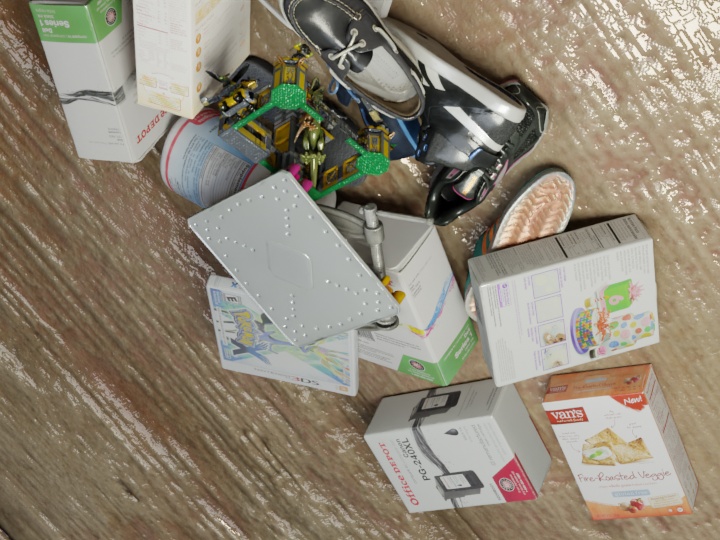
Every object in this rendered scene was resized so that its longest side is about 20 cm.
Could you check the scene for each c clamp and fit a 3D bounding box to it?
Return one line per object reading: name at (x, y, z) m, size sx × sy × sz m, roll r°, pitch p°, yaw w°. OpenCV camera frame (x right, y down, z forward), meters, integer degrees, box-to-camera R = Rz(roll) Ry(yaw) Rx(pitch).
c clamp at (0.000, 0.000, 1.538) m, size 0.170 × 0.027 × 0.201 m, roll 18°, pitch 137°, yaw 21°

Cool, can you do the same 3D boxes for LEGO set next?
LEGO set at (-0.061, -0.172, 1.493) m, size 0.199 × 0.117 × 0.153 m, roll 28°, pitch 135°, yaw -31°

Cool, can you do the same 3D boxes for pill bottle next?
pill bottle at (-0.129, -0.105, 1.626) m, size 0.199 × 0.109 × 0.109 m, roll 28°, pitch 136°, yaw 28°

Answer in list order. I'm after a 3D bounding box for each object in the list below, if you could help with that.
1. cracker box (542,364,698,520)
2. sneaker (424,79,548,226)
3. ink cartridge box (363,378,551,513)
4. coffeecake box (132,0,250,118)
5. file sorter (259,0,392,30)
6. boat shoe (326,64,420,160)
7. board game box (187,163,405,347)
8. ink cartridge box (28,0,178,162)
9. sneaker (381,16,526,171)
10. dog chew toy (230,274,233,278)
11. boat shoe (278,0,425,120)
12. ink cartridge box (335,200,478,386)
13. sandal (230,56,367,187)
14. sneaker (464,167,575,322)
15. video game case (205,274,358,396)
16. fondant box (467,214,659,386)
cracker box at (0.322, 0.215, 1.732) m, size 0.133 × 0.058 × 0.201 m, roll -10°, pitch 120°, yaw 31°
sneaker at (0.135, -0.116, 1.541) m, size 0.080 × 0.087 × 0.200 m, roll 31°, pitch 132°, yaw -2°
ink cartridge box at (0.125, 0.229, 1.820) m, size 0.199 × 0.084 × 0.146 m, roll -14°, pitch 119°, yaw 33°
coffeecake box at (-0.179, -0.293, 1.507) m, size 0.072 × 0.154 × 0.201 m, roll 16°, pitch 131°, yaw 14°
file sorter at (-0.032, -0.356, 1.375) m, size 0.139 × 0.124 × 0.201 m, roll 45°, pitch 137°, yaw 24°
boat shoe at (0.001, -0.199, 1.541) m, size 0.068 × 0.084 × 0.201 m, roll -17°, pitch 115°, yaw 22°
board game box at (-0.072, -0.013, 1.540) m, size 0.200 × 0.026 × 0.199 m, roll 50°, pitch 143°, yaw -16°
ink cartridge box at (-0.281, -0.244, 1.600) m, size 0.084 × 0.146 × 0.201 m, roll 6°, pitch 127°, yaw 23°
sneaker at (0.068, -0.178, 1.490) m, size 0.199 × 0.073 × 0.112 m, roll 38°, pitch 110°, yaw 18°
dog chew toy at (-0.108, 0.007, 1.739) m, size 0.124 × 0.125 × 0.201 m, roll 25°, pitch 140°, yaw 5°
boat shoe at (-0.003, -0.214, 1.376) m, size 0.074 × 0.061 × 0.200 m, roll -33°, pitch 137°, yaw 17°
ink cartridge box at (0.039, 0.027, 1.656) m, size 0.144 × 0.084 × 0.201 m, roll 16°, pitch 145°, yaw 37°
sandal at (-0.061, -0.179, 1.624) m, size 0.200 × 0.043 × 0.076 m, roll 42°, pitch 125°, yaw 3°
sneaker at (0.173, -0.040, 1.599) m, size 0.071 × 0.080 × 0.201 m, roll 25°, pitch 113°, yaw -16°
video game case at (-0.092, 0.083, 1.721) m, size 0.181 × 0.022 × 0.201 m, roll 11°, pitch 147°, yaw 8°
fondant box at (0.229, 0.034, 1.571) m, size 0.198 × 0.058 × 0.145 m, roll -14°, pitch 124°, yaw -3°
